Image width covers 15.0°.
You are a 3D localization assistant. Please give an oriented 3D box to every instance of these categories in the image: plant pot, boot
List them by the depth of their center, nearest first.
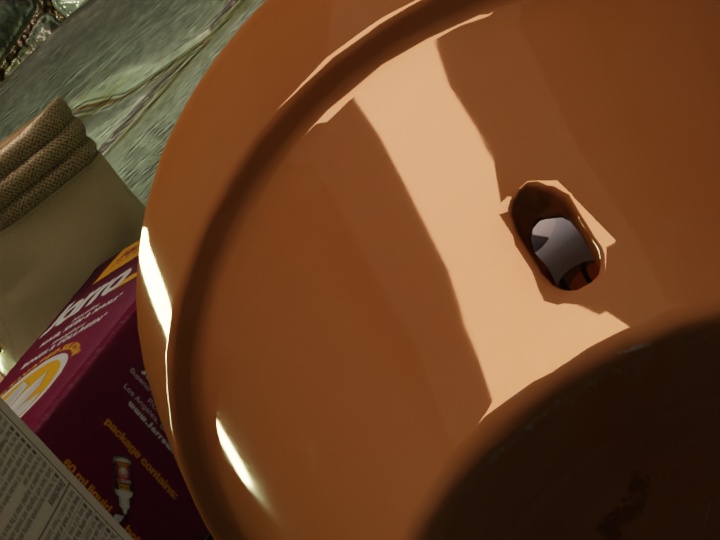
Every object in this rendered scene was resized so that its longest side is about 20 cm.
[{"bbox_3d":[0.058,0.033,0.581,0.200,0.200,0.140,-39,30,11],"label":"plant pot"},{"bbox_3d":[-0.162,0.032,1.258,0.200,0.156,0.073,-39,12,16],"label":"boot"}]

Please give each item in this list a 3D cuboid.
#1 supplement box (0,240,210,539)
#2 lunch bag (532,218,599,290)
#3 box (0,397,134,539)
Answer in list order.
[{"bbox_3d":[-0.099,0.066,1.118,0.110,0.086,0.200,-30,17,42],"label":"supplement box"},{"bbox_3d":[0.103,-0.033,0.777,0.170,0.124,0.200,-36,21,29],"label":"lunch bag"},{"bbox_3d":[-0.147,0.093,0.912,0.078,0.200,0.095,-35,14,26],"label":"box"}]
